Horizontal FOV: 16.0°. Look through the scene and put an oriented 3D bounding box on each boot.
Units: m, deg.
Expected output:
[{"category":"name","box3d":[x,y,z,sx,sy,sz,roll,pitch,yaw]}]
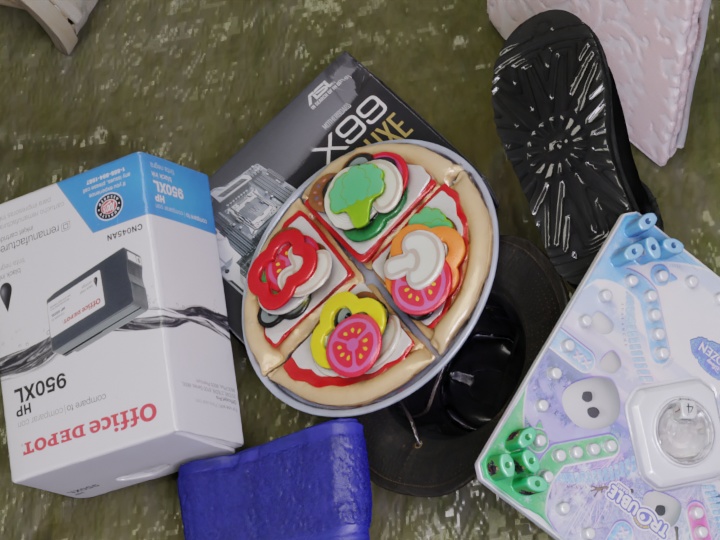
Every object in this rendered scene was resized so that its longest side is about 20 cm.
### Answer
[{"category":"boot","box3d":[0.158,-0.051,1.666,0.079,0.158,0.212,-19,64,20]}]

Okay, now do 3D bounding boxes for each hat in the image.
[{"category":"hat","box3d":[0.079,0.073,1.671,0.200,0.081,0.201,-26,49,34]}]

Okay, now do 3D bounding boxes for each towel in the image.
[{"category":"towel","box3d":[0.159,-0.194,1.719,0.032,0.200,0.191,-32,58,-26]},{"category":"towel","box3d":[-0.046,0.207,1.655,0.147,0.049,0.201,-18,68,32]}]

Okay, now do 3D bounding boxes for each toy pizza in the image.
[{"category":"toy pizza","box3d":[0.000,0.000,1.684,0.200,0.032,0.201,-17,57,28]}]

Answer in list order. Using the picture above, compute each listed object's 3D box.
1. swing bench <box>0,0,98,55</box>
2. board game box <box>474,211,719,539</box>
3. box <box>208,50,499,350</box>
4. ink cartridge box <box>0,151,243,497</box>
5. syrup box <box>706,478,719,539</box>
[{"category":"swing bench","box3d":[-0.264,-0.303,1.954,0.200,0.130,0.199,22,73,27]},{"category":"board game box","box3d":[0.194,0.096,1.529,0.200,0.026,0.200,38,67,-12]},{"category":"box","box3d":[-0.027,-0.034,1.784,0.200,0.050,0.158,-43,59,-4]},{"category":"ink cartridge box","box3d":[-0.170,0.039,1.743,0.144,0.084,0.201,-19,70,28]},{"category":"syrup box","box3d":[0.176,0.225,1.570,0.081,0.079,0.200,12,70,24]}]
